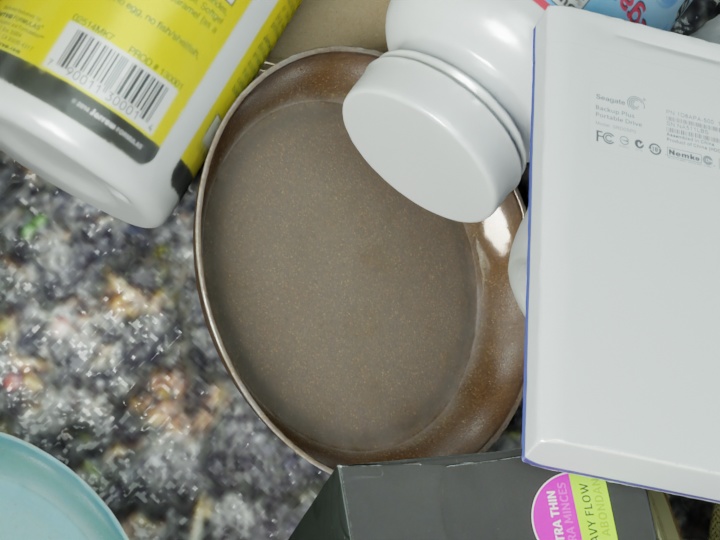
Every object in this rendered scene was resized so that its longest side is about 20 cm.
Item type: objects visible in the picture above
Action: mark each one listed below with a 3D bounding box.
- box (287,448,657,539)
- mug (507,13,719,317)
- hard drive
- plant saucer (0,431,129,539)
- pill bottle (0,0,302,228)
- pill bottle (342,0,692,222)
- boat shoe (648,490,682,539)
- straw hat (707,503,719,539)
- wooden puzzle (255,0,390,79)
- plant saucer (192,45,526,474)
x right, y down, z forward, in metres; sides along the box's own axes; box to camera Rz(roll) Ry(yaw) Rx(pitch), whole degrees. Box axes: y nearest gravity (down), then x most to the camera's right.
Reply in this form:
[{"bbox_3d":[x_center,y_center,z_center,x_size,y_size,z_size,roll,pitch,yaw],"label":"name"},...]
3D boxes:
[{"bbox_3d":[0.039,0.172,0.909,0.124,0.200,0.149,-4,67,-15],"label":"box"},{"bbox_3d":[0.175,-0.013,1.009,0.175,0.200,0.148,-37,127,-15],"label":"mug"},{"bbox_3d":[0.131,-0.005,0.896,0.132,0.025,0.201,12,58,-13],"label":"hard drive"},{"bbox_3d":[-0.177,0.164,0.924,0.199,0.027,0.201,-2,77,9],"label":"plant saucer"},{"bbox_3d":[-0.085,-0.130,0.994,0.114,0.114,0.200,32,80,-5],"label":"pill bottle"},{"bbox_3d":[0.082,-0.121,1.007,0.109,0.109,0.200,39,68,-3],"label":"pill bottle"},{"bbox_3d":[0.111,0.158,1.010,0.064,0.071,0.201,-12,81,-18],"label":"boat shoe"},{"bbox_3d":[0.206,0.126,1.029,0.085,0.201,0.202,-2,72,27],"label":"straw hat"},{"bbox_3d":[0.024,-0.160,1.090,0.199,0.037,0.186,6,75,-8],"label":"wooden puzzle"},{"bbox_3d":[0.000,0.000,1.010,0.200,0.032,0.201,11,73,-37],"label":"plant saucer"}]
